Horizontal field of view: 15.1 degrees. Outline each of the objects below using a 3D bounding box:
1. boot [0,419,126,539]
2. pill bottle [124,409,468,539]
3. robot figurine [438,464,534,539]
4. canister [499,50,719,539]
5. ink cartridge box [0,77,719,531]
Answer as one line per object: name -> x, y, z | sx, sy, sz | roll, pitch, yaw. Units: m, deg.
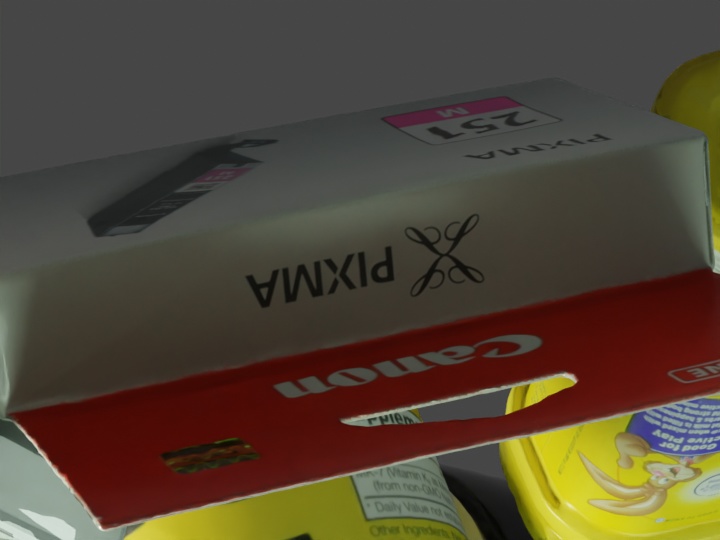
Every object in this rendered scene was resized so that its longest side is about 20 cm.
boot -> -0.156, 0.051, 0.646 | 0.200, 0.074, 0.096 | 31, 89, -22
pill bottle -> -0.024, 0.092, 0.777 | 0.114, 0.201, 0.114 | -17, 154, -9
robot figurine -> 0.030, 0.136, 0.982 | 0.150, 0.125, 0.200 | -38, 150, 24
canister -> 0.137, 0.010, 0.872 | 0.148, 0.087, 0.200 | -12, 151, -18
ink cartridge box -> 0.000, 0.000, 0.678 | 0.199, 0.044, 0.174 | -11, -164, -19
